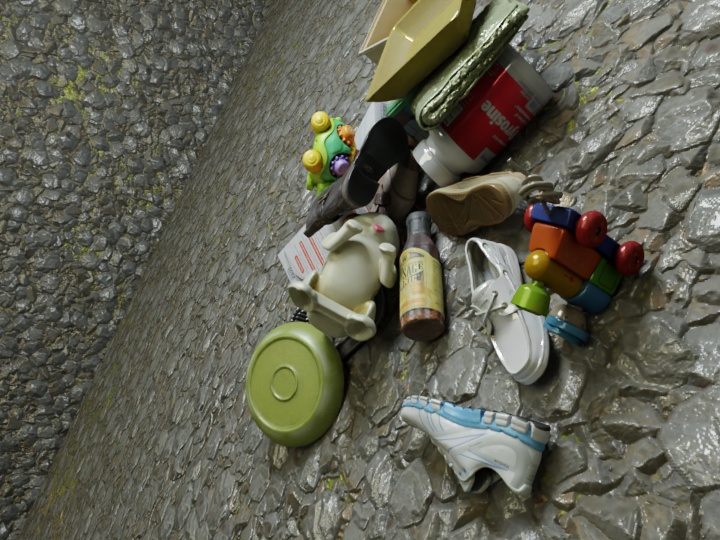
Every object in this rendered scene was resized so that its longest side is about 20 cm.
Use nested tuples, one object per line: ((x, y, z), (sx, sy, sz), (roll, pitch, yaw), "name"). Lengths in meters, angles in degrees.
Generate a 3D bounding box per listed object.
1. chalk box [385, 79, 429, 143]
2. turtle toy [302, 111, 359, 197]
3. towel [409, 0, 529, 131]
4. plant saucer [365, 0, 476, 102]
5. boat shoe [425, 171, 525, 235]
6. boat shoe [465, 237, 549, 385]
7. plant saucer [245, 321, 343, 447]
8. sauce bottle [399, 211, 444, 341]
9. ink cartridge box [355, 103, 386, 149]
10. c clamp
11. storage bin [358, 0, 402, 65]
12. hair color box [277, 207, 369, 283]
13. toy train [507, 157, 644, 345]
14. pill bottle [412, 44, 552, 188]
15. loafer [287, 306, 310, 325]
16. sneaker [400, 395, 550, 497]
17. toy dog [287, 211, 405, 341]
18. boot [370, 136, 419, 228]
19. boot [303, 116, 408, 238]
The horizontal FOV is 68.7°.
((0.124, -0.302, 0.905), (0.123, 0.123, 0.203), (-36, 39, 35), "chalk box")
((-0.056, -0.208, 1.050), (0.146, 0.099, 0.205), (74, -154, -83), "turtle toy")
((0.143, -0.292, 0.739), (0.200, 0.036, 0.149), (-48, 19, 19), "towel")
((0.104, -0.355, 0.787), (0.199, 0.048, 0.203), (-28, 37, 48), "plant saucer")
((0.163, -0.096, 0.746), (0.064, 0.072, 0.199), (-31, 14, -20), "boat shoe")
((0.159, 0.040, 0.619), (0.071, 0.068, 0.203), (-52, 28, 34), "boat shoe")
((-0.119, 0.186, 0.871), (0.196, 0.031, 0.205), (-7, 76, 27), "plant saucer")
((0.087, 0.002, 0.772), (0.066, 0.065, 0.203), (-34, 40, 36), "sauce bottle")
((0.006, -0.237, 1.125), (0.201, 0.056, 0.165), (121, 157, -48), "ink cartridge box")
((-0.027, 0.072, 0.921), (0.199, 0.027, 0.173), (-40, 37, 33), "c clamp")
((0.118, -0.553, 1.145), (0.198, 0.093, 0.202), (7, 72, 58), "storage bin")
((-0.060, -0.046, 0.994), (0.200, 0.063, 0.112), (-43, 63, 26), "hair color box")
((0.179, -0.009, 0.514), (0.084, 0.197, 0.118), (27, 91, 59), "toy train")
((0.172, -0.220, 0.776), (0.200, 0.111, 0.113), (-46, 34, 24), "pill bottle")
((-0.113, 0.161, 0.944), (0.071, 0.071, 0.204), (164, 126, -89), "loafer")
((0.109, 0.193, 0.580), (0.198, 0.074, 0.089), (-5, 66, 55), "sneaker")
((0.000, 0.000, 0.817), (0.195, 0.137, 0.203), (90, -155, -64), "toy dog")
((0.054, -0.165, 0.942), (0.201, 0.069, 0.149), (-104, 31, -60), "boot")
((-0.017, -0.153, 0.877), (0.202, 0.069, 0.173), (-57, 18, -26), "boot")
